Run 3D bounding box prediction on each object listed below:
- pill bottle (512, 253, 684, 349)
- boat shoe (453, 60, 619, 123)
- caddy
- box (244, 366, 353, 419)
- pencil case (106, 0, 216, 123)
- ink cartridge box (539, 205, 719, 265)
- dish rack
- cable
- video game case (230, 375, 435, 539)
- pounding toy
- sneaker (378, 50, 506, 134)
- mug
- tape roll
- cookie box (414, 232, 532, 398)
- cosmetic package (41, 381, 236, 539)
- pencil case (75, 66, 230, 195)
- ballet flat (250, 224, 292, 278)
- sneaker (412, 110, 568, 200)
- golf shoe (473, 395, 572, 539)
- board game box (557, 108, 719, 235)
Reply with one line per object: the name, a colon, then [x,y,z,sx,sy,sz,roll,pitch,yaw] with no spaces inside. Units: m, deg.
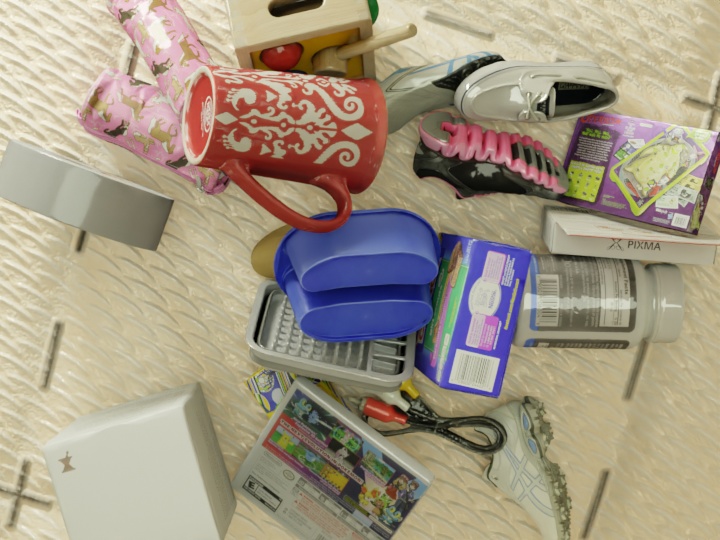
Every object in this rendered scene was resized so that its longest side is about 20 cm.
pill bottle: [0.282,0.038,1.516,0.198,0.114,0.115,2,92,-2]
boat shoe: [0.214,-0.207,1.506,0.199,0.066,0.072,-4,123,-16]
caddy: [0.000,0.000,1.457,0.199,0.105,0.142,-3,129,-10]
box: [-0.050,0.191,1.528,0.070,0.064,0.200,-34,94,27]
pencil case: [-0.221,-0.263,1.470,0.082,0.087,0.201,-23,69,-31]
ink cartridge box: [0.323,-0.035,1.481,0.199,0.176,0.045,4,104,-1]
dish rack: [-0.035,0.083,1.496,0.199,0.172,0.044,13,120,-3]
cable: [0.076,0.183,1.529,0.199,0.050,0.098,29,94,16]
video game case: [-0.036,0.250,1.495,0.200,0.023,0.183,36,117,8]
pounding toy: [-0.045,-0.271,1.441,0.199,0.184,0.143,-12,73,-1]
sneaker: [0.083,-0.227,1.527,0.199,0.072,0.073,-22,52,-10]
mug: [-0.081,-0.146,1.376,0.199,0.178,0.134,5,132,-27]
tape roll: [-0.319,-0.087,1.452,0.199,0.200,0.067,20,92,-2]
cookie box: [0.124,0.047,1.466,0.075,0.200,0.172,13,92,-8]
cosmetic package: [-0.251,0.242,1.467,0.166,0.200,0.167,-16,93,0]
pencil case: [-0.238,-0.168,1.511,0.199,0.087,0.083,27,123,-2]
ballet flat: [-0.038,-0.034,1.529,0.199,0.063,0.069,-14,94,-1]
sneaker: [0.154,-0.121,1.533,0.199,0.079,0.096,19,130,-5]
golf shoe: [0.203,0.261,1.555,0.097,0.078,0.201,-17,87,16]
board game box: [0.327,-0.120,1.485,0.032,0.199,0.121,11,96,-43]
